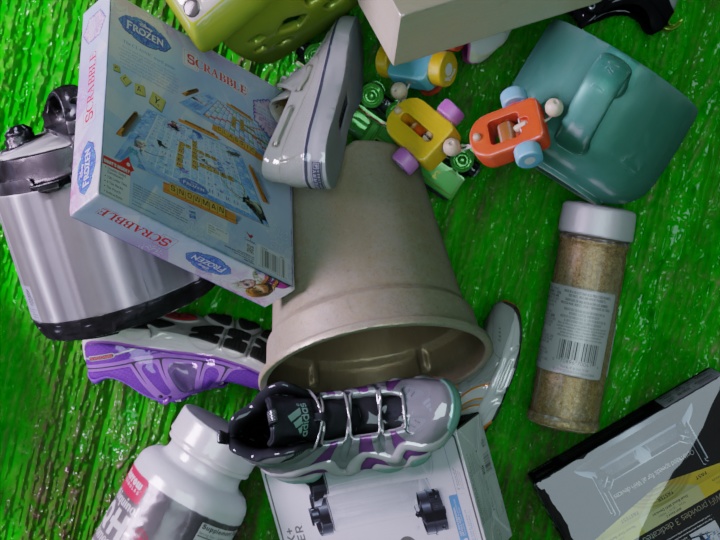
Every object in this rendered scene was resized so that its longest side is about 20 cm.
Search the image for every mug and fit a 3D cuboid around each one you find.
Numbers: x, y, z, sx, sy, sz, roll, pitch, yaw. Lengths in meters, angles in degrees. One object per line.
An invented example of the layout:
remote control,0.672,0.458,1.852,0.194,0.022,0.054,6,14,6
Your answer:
mug,0.189,-0.132,1.366,0.152,0.184,0.115,36,96,41

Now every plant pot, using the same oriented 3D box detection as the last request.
plant pot,-0.088,-0.301,1.318,0.198,0.181,0.201,-34,86,23
plant pot,0.000,0.000,1.363,0.198,0.201,0.186,-9,67,0

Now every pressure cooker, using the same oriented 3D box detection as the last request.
pressure cooker,-0.222,-0.059,1.353,0.174,0.178,0.202,-9,104,31

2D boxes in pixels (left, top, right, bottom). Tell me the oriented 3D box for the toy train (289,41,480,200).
toy train,0.018,-0.134,1.433,0.199,0.042,0.057,35,103,-2

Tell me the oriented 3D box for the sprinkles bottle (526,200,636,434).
sprinkles bottle,0.197,0.041,1.429,0.067,0.068,0.203,10,93,-1

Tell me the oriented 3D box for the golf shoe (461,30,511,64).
golf shoe,0.051,-0.259,1.411,0.199,0.075,0.092,31,96,-1

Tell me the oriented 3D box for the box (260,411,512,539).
box,0.021,0.204,1.400,0.198,0.060,0.118,-13,94,26

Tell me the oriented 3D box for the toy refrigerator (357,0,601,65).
toy refrigerator,0.103,-0.239,1.309,0.198,0.070,0.076,-20,62,-16

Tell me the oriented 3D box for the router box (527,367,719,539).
router box,0.275,0.207,1.445,0.198,0.052,0.158,-29,93,1

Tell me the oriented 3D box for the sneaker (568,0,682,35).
sneaker,0.193,-0.257,1.408,0.197,0.072,0.084,14,86,-1

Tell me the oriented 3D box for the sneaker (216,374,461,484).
sneaker,-0.026,0.125,1.307,0.198,0.140,0.079,-21,65,24

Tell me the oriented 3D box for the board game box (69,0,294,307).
board game box,-0.139,-0.096,1.284,0.041,0.202,0.199,-30,138,36

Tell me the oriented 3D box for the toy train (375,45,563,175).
toy train,0.091,-0.148,1.346,0.149,0.056,0.202,-24,56,15

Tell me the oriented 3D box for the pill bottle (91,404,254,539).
pill bottle,-0.169,0.226,1.413,0.110,0.111,0.201,30,92,-2

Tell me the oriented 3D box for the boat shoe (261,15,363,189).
boat shoe,-0.042,-0.144,1.338,0.069,0.201,0.071,2,138,12

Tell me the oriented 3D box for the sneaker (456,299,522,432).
sneaker,0.079,0.114,1.431,0.091,0.076,0.202,23,91,3

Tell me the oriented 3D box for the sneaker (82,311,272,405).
sneaker,-0.152,0.084,1.436,0.197,0.081,0.084,9,109,6
